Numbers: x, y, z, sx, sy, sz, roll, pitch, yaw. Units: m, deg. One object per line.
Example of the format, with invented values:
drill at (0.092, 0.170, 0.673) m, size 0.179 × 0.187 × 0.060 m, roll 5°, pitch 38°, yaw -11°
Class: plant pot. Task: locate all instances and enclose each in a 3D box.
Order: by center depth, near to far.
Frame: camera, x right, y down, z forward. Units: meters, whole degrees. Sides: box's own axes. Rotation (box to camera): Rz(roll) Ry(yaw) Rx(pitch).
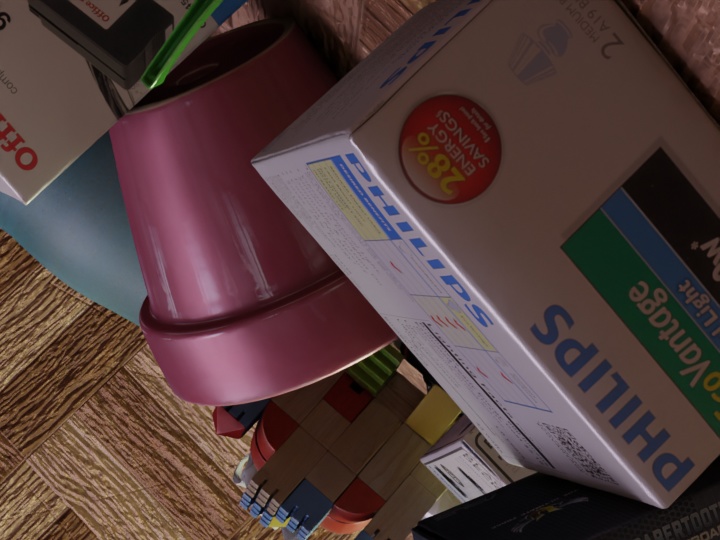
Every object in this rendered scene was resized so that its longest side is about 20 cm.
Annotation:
plant pot at (-0.061, -0.044, 1.184) m, size 0.180 × 0.199 × 0.200 m, roll 66°, pitch 164°, yaw -19°
plant pot at (-0.155, -0.052, 1.442) m, size 0.188 × 0.200 × 0.200 m, roll 47°, pitch 170°, yaw 6°

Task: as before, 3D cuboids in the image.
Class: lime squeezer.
lime squeezer at (-0.067, -0.180, 0.994) m, size 0.038 × 0.070 × 0.201 m, roll 59°, pitch 147°, yaw 28°

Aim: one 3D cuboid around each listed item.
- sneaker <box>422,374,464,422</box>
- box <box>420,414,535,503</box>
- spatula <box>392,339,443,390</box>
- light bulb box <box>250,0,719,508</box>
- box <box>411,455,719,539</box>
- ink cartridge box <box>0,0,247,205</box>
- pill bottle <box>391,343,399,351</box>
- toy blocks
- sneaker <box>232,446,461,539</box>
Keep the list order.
sneaker at (0.068, 0.074, 1.365) m, size 0.200 × 0.082 × 0.078 m, roll 41°, pitch 170°, yaw 35°
box at (0.105, 0.090, 1.173) m, size 0.060 × 0.117 × 0.200 m, roll 45°, pitch 169°, yaw 3°
spatula at (0.028, 0.044, 1.350) m, size 0.200 × 0.020 × 0.057 m, roll 43°, pitch 135°, yaw 49°
light bulb box at (0.075, -0.018, 0.841) m, size 0.199 × 0.125 × 0.200 m, roll 49°, pitch 169°, yaw -9°
box at (0.135, 0.104, 0.852) m, size 0.158 × 0.199 × 0.051 m, roll -178°, pitch 66°, yaw -78°
ink cartridge box at (-0.172, -0.158, 1.112) m, size 0.145 × 0.200 × 0.084 m, roll 50°, pitch 170°, yaw -22°
pill bottle at (-0.058, 0.023, 1.607) m, size 0.200 × 0.112 × 0.112 m, roll 47°, pitch 170°, yaw -6°
toy blocks at (-0.022, 0.122, 1.297) m, size 0.200 × 0.137 × 0.100 m, roll 41°, pitch 155°, yaw 6°
sneaker at (-0.008, 0.161, 1.413) m, size 0.200 × 0.115 × 0.075 m, roll 40°, pitch 172°, yaw 41°
